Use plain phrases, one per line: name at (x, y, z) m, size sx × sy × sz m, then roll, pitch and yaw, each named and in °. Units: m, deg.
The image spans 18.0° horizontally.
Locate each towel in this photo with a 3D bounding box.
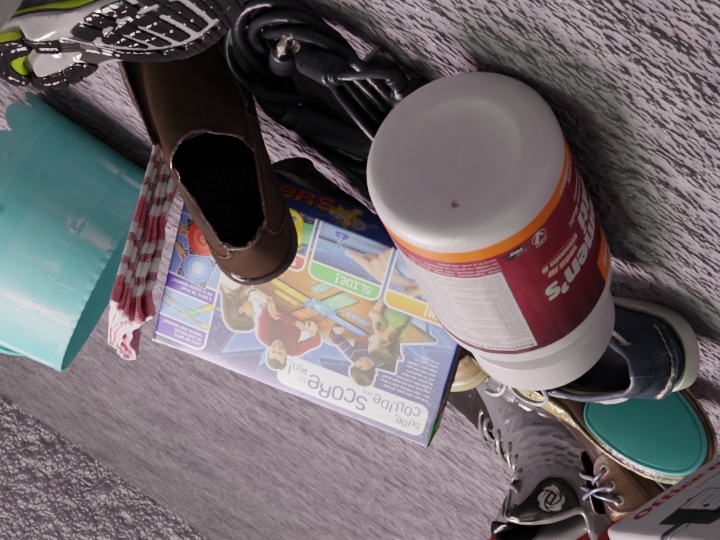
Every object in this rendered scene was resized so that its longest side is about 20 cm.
towel at (-0.130, -0.047, 1.507) m, size 0.030 × 0.201 × 0.146 m, roll 15°, pitch 167°, yaw -4°

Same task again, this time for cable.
cable at (-0.007, -0.085, 1.378) m, size 0.163 × 0.051 × 0.200 m, roll 25°, pitch 162°, yaw 36°

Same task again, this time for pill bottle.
pill bottle at (0.081, -0.016, 1.282) m, size 0.109 × 0.110 × 0.200 m, roll 27°, pitch 163°, yaw 30°

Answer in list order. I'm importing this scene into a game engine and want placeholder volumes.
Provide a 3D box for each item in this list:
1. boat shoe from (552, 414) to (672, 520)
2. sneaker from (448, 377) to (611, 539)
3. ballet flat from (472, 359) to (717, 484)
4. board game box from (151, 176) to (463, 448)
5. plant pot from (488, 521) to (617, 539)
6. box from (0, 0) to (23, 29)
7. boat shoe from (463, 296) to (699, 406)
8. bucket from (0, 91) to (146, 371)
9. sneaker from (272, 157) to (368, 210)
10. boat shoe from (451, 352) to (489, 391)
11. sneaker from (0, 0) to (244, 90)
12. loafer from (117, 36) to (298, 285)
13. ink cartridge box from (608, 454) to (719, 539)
boat shoe at (0.192, 0.140, 1.584) m, size 0.200 × 0.072 × 0.072 m, roll 37°, pitch 165°, yaw -4°
sneaker at (0.112, 0.141, 1.681) m, size 0.200 × 0.116 × 0.075 m, roll 23°, pitch 161°, yaw 39°
ballet flat at (0.158, 0.080, 1.505) m, size 0.200 × 0.071 × 0.071 m, roll 31°, pitch 165°, yaw 28°
board game box at (-0.028, 0.019, 1.472) m, size 0.199 × 0.034 × 0.136 m, roll 21°, pitch 121°, yaw 9°
plant pot at (0.210, 0.269, 1.743) m, size 0.200 × 0.200 × 0.176 m, roll 40°, pitch 153°, yaw -17°
box at (-0.303, -0.244, 1.391) m, size 0.200 × 0.131 × 0.199 m, roll 45°, pitch 163°, yaw -30°
boat shoe at (0.122, 0.048, 1.422) m, size 0.200 × 0.062 × 0.075 m, roll 16°, pitch 113°, yaw 49°
bucket at (-0.259, -0.025, 1.844) m, size 0.134 × 0.208 × 0.207 m, roll 29°, pitch 165°, yaw 0°
sneaker at (0.000, 0.000, 1.534) m, size 0.074 × 0.081 × 0.200 m, roll -31°, pitch 105°, yaw 29°
boat shoe at (0.015, 0.025, 1.622) m, size 0.200 × 0.073 × 0.063 m, roll 25°, pitch 165°, yaw 37°
sneaker at (-0.151, -0.170, 1.370) m, size 0.199 × 0.081 × 0.074 m, roll -8°, pitch 155°, yaw 35°
loafer at (-0.094, -0.090, 1.403) m, size 0.200 × 0.073 × 0.071 m, roll 62°, pitch 179°, yaw 8°
ink cartridge box at (0.256, 0.155, 1.320) m, size 0.083 × 0.146 × 0.200 m, roll 62°, pitch 160°, yaw -7°
